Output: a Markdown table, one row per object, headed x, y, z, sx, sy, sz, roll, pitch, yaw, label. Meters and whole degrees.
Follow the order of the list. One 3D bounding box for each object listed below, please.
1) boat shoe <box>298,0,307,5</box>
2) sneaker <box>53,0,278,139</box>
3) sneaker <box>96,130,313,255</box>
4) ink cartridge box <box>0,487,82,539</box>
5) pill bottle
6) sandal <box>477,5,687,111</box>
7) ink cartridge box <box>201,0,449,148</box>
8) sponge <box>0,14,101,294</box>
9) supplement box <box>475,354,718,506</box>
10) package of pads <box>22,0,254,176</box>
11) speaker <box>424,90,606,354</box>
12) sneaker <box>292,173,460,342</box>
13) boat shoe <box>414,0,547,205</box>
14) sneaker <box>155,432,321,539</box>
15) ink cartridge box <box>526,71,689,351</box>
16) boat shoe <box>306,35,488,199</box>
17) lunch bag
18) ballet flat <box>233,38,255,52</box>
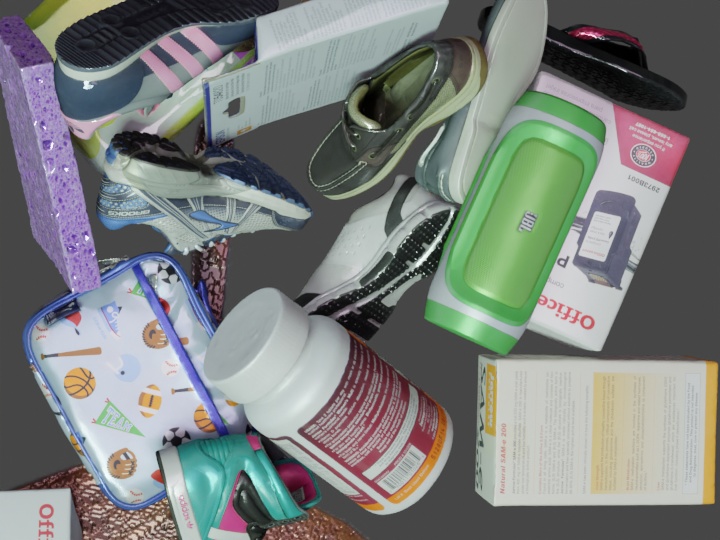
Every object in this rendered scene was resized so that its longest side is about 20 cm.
| x | y | z | sx | sy | sz | roll | pitch | yaw | label |
| --- | --- | --- | --- | --- | --- | --- | --- | --- | --- |
| 0.035 | -0.249 | 1.254 | 0.199 | 0.076 | 0.072 | -29 | 95 | -6 | boat shoe |
| -0.148 | -0.163 | 1.114 | 0.199 | 0.082 | 0.070 | -26 | 55 | -35 | sneaker |
| -0.133 | -0.055 | 1.224 | 0.199 | 0.077 | 0.085 | 12 | 116 | -36 | sneaker |
| -0.326 | 0.257 | 1.181 | 0.199 | 0.084 | 0.146 | -2 | 57 | -7 | ink cartridge box |
| -0.026 | 0.106 | 1.207 | 0.200 | 0.109 | 0.110 | 40 | 86 | -27 | pill bottle |
| 0.199 | -0.194 | 1.282 | 0.199 | 0.075 | 0.045 | 24 | 78 | -5 | sandal |
| -0.038 | -0.170 | 1.184 | 0.199 | 0.200 | 0.041 | -20 | 83 | -9 | ink cartridge box |
| -0.248 | -0.090 | 1.158 | 0.030 | 0.112 | 0.201 | -18 | 125 | -20 | sponge |
| 0.204 | 0.137 | 1.286 | 0.199 | 0.074 | 0.127 | 2 | 91 | -8 | supplement box |
| -0.183 | -0.188 | 1.230 | 0.200 | 0.068 | 0.155 | -44 | 95 | -4 | package of pads |
| 0.124 | -0.038 | 1.182 | 0.088 | 0.088 | 0.201 | 24 | 88 | -7 | speaker |
| 0.000 | 0.000 | 1.267 | 0.200 | 0.080 | 0.074 | -40 | 137 | 6 | sneaker |
| 0.098 | -0.154 | 1.224 | 0.073 | 0.062 | 0.201 | 23 | 84 | -50 | boat shoe |
| -0.089 | 0.208 | 1.217 | 0.120 | 0.084 | 0.201 | -17 | 129 | -8 | sneaker |
| 0.172 | -0.048 | 1.272 | 0.144 | 0.084 | 0.201 | 23 | 88 | -6 | ink cartridge box |
| 0.015 | -0.129 | 1.208 | 0.066 | 0.201 | 0.072 | 10 | 54 | -44 | boat shoe |
| -0.181 | 0.085 | 1.234 | 0.160 | 0.076 | 0.201 | -27 | 96 | -9 | lunch bag |
| -0.150 | -0.254 | 1.167 | 0.200 | 0.065 | 0.071 | 44 | 82 | -5 | ballet flat |
